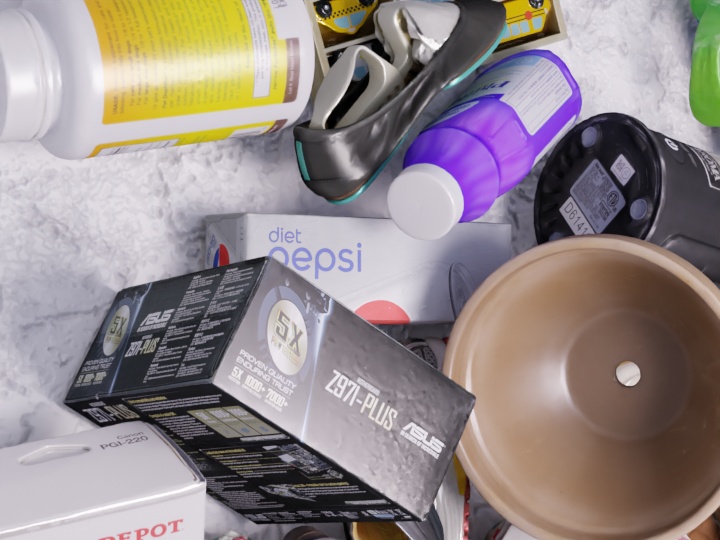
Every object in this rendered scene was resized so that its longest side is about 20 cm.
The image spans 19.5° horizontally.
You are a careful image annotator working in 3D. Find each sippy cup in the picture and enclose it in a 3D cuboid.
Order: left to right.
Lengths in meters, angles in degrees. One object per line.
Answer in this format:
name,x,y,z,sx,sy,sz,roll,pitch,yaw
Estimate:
sippy cup,0.314,-0.145,1.526,0.177,0.140,0.131,-8,105,-5

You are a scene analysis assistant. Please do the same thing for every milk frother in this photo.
milk frother,0.203,0.015,1.463,0.188,0.200,0.181,16,50,-39

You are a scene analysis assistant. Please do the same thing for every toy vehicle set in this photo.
toy vehicle set,0.042,-0.193,1.425,0.200,0.026,0.125,-20,99,-28

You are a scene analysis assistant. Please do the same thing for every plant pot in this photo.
plant pot,0.160,0.073,1.328,0.093,0.200,0.202,-16,98,-67

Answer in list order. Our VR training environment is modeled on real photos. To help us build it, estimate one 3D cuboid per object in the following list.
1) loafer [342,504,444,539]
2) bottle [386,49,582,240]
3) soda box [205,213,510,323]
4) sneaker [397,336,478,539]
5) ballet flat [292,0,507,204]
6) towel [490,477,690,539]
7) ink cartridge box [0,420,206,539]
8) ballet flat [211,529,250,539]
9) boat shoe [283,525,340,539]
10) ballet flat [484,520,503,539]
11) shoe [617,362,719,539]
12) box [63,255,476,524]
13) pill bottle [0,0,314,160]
loafer,0.042,0.221,1.331,0.073,0.072,0.200,-32,92,16
bottle,0.078,-0.081,1.368,0.065,0.083,0.200,58,36,-9
soda box,0.000,0.000,1.368,0.199,0.063,0.069,2,88,-29
sneaker,0.032,0.142,1.397,0.082,0.078,0.201,2,92,-2
ballet flat,0.026,-0.128,1.346,0.200,0.068,0.068,-51,124,-29
towel,0.125,0.243,1.414,0.144,0.023,0.200,25,105,-20
ink cartridge box,-0.172,0.203,1.225,0.145,0.085,0.201,-11,117,-29
ballet flat,-0.085,0.266,1.332,0.064,0.076,0.201,-6,88,2
boat shoe,-0.016,0.243,1.342,0.074,0.073,0.200,-14,127,-17
ballet flat,0.165,0.235,1.469,0.200,0.069,0.070,45,69,-20
shoe,0.232,0.153,1.509,0.070,0.053,0.200,-32,104,-26
box,-0.058,0.078,1.262,0.164,0.200,0.086,35,67,-24
pill bottle,-0.136,-0.128,1.277,0.200,0.109,0.110,-10,94,-29
